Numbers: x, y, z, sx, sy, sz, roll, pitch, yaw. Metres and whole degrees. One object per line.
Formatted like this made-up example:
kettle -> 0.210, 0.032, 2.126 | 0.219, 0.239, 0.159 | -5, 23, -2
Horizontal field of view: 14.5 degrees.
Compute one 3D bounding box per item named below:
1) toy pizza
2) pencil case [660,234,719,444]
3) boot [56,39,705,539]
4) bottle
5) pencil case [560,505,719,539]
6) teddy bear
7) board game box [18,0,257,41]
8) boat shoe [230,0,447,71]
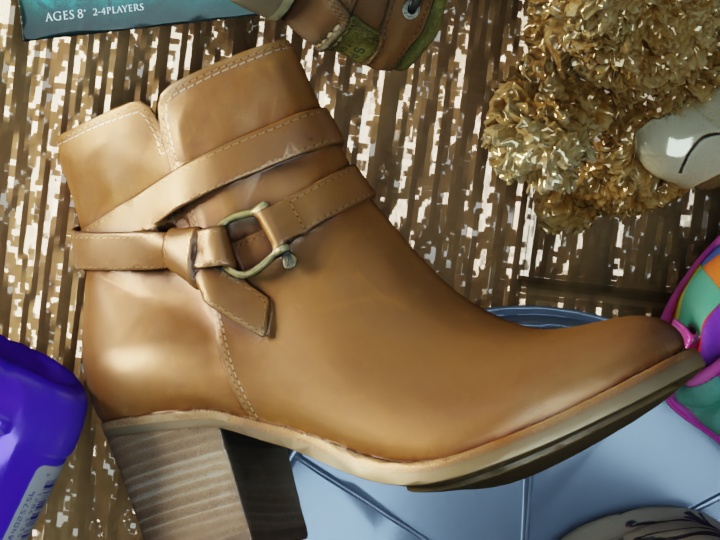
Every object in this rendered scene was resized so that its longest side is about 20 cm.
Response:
toy pizza -> 0.053, 0.111, 0.970 | 0.200, 0.032, 0.201 | -1, 95, -8
pencil case -> 0.185, 0.067, 0.944 | 0.200, 0.088, 0.088 | 43, 90, -16
boot -> 0.000, 0.000, 0.909 | 0.200, 0.077, 0.156 | -18, 81, 22
bottle -> -0.157, 0.115, 0.921 | 0.065, 0.084, 0.200 | 26, 94, -9
pencil case -> 0.095, 0.127, 0.860 | 0.089, 0.200, 0.078 | -29, 95, 2
teddy bear -> 0.086, -0.089, 0.880 | 0.067, 0.145, 0.200 | 14, 127, 23
board game box -> -0.021, -0.154, 0.934 | 0.199, 0.028, 0.136 | -7, 97, -6
boat shoe -> 0.031, -0.160, 0.895 | 0.068, 0.072, 0.200 | 25, 101, -14
